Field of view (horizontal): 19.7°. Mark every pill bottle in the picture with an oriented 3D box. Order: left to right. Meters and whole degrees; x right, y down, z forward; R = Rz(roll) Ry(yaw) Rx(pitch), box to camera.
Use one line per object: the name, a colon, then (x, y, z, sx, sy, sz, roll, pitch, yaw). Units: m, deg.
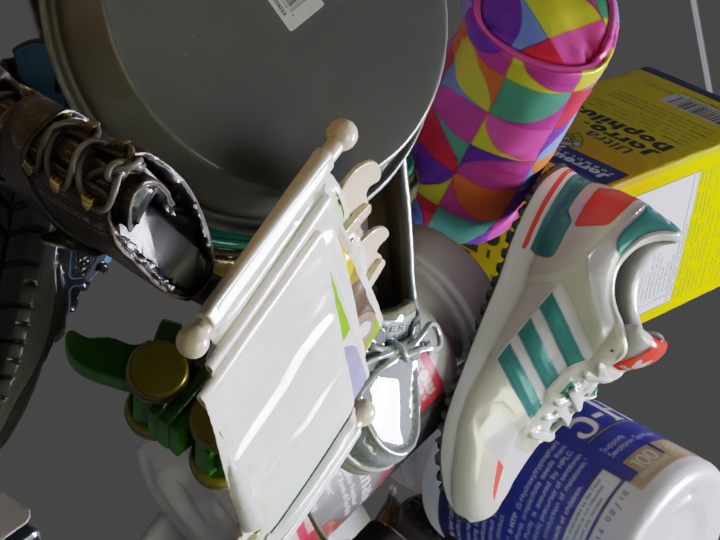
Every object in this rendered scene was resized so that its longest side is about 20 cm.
pill bottle: (-0.016, 0.066, 1.121, 0.200, 0.110, 0.111, -43, 142, -27)
pill bottle: (0.107, 0.126, 1.249, 0.119, 0.199, 0.120, -33, 137, -37)

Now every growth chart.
growth chart: (-0.028, 0.042, 0.901, 0.145, 0.018, 0.201, -51, 151, -34)

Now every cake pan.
cake pan: (-0.043, -0.117, 0.915, 0.199, 0.037, 0.202, 6, 78, -29)

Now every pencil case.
pencil case: (0.072, -0.092, 1.098, 0.088, 0.088, 0.200, -41, 167, -28)

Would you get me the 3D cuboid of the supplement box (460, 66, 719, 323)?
supplement box: (0.155, -0.042, 1.278, 0.199, 0.109, 0.110, -20, 128, -47)

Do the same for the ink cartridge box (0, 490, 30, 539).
ink cartridge box: (-0.244, 0.105, 0.834, 0.200, 0.116, 0.068, -35, 140, -36)

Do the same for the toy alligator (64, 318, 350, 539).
toy alligator: (-0.055, 0.078, 1.007, 0.054, 0.200, 0.059, -49, 167, -24)

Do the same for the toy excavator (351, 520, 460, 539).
toy excavator: (0.029, 0.241, 1.139, 0.100, 0.194, 0.200, -45, 115, -24)

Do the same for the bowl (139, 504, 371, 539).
bowl: (-0.049, 0.203, 1.194, 0.201, 0.090, 0.202, -33, 138, -36)

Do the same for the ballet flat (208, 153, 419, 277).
ballet flat: (-0.046, -0.019, 1.067, 0.199, 0.070, 0.071, -20, 128, -46)

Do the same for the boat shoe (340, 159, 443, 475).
boat shoe: (0.001, -0.001, 1.013, 0.074, 0.064, 0.203, -6, 90, -50)

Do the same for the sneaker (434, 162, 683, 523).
sneaker: (0.109, 0.049, 1.109, 0.201, 0.093, 0.070, -70, 161, 2)

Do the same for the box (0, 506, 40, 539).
box: (-0.238, 0.212, 0.917, 0.196, 0.117, 0.201, -36, 140, -35)

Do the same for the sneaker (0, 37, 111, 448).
sneaker: (-0.141, -0.001, 0.936, 0.082, 0.073, 0.201, 8, 106, -54)

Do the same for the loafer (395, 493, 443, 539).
loafer: (0.078, 0.185, 1.384, 0.199, 0.073, 0.071, 7, 118, -50)

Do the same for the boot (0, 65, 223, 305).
boot: (-0.143, -0.067, 0.794, 0.069, 0.174, 0.200, -56, 147, -9)
